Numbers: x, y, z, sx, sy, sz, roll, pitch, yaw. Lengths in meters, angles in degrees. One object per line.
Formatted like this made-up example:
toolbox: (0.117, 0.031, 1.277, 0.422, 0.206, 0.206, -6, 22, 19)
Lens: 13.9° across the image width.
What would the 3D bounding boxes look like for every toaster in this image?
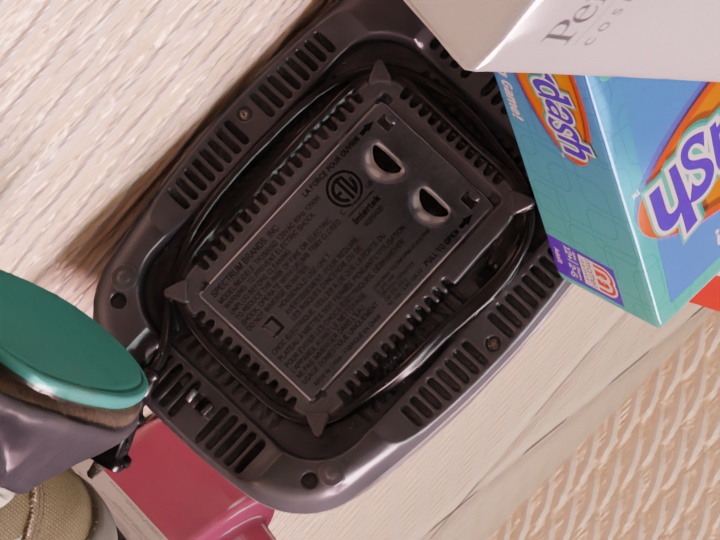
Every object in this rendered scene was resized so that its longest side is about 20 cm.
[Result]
toaster: (0.000, 0.000, 0.919, 0.200, 0.114, 0.129, -48, 173, -2)

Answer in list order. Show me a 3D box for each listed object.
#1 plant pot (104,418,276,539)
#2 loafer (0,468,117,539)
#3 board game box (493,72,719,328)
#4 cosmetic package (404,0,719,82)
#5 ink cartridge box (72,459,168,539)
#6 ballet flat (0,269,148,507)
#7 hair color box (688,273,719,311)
plant pot: (-0.076, 0.187, 1.172, 0.200, 0.179, 0.200, -45, 171, -9)
loafer: (-0.163, 0.103, 0.824, 0.200, 0.075, 0.070, -37, 130, -21)
board game box: (0.095, -0.105, 0.795, 0.152, 0.045, 0.200, -43, 137, -20)
cosmetic package: (0.101, -0.145, 0.581, 0.200, 0.123, 0.199, -1, 138, -52)
ink cartridge box: (-0.136, 0.136, 0.982, 0.144, 0.084, 0.200, -46, 169, 2)
ballet flat: (-0.112, 0.028, 0.690, 0.073, 0.073, 0.200, -46, 164, 5)
hair color box: (0.136, -0.097, 0.984, 0.102, 0.061, 0.201, 114, -7, -63)
